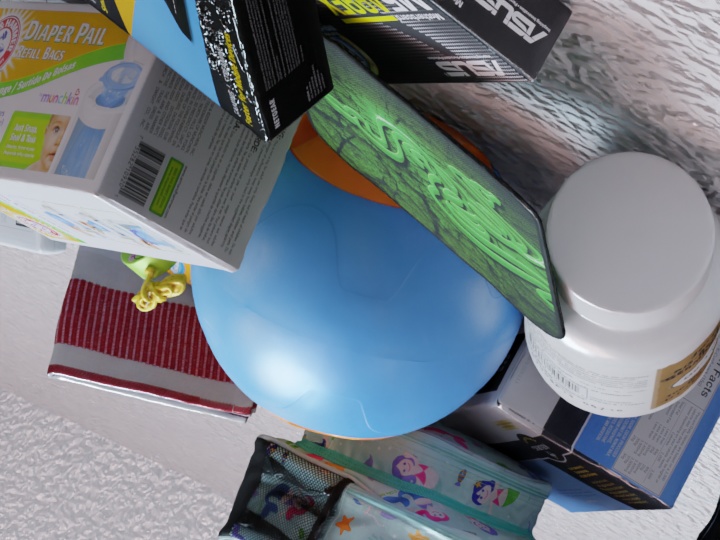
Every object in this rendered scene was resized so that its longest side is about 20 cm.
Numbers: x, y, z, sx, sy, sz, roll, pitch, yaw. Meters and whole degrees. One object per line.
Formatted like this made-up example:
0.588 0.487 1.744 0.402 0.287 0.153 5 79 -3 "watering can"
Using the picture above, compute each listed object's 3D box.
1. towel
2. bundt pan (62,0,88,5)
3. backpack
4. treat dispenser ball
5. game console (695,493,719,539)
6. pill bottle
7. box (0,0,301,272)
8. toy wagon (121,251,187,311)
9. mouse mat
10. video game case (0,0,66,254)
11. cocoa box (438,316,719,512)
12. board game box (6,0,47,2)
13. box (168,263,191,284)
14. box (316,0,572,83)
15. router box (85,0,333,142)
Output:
-0.118 -0.004 1.865 0.144 0.200 0.023 13 153 1 "towel"
-0.199 -0.226 1.482 0.202 0.076 0.202 29 169 6 "bundt pan"
0.036 0.171 1.729 0.177 0.151 0.200 26 -178 -43 "backpack"
0.000 0.000 1.647 0.201 0.201 0.201 28 168 6 "treat dispenser ball"
0.276 0.181 1.746 0.118 0.200 0.171 20 165 41 "game console"
0.146 0.006 1.533 0.114 0.114 0.200 27 168 11 "pill bottle"
-0.138 -0.077 1.530 0.101 0.113 0.200 30 167 -35 "box"
-0.102 -0.065 1.615 0.155 0.200 0.040 -27 124 39 "toy wagon"
0.030 -0.053 1.453 0.200 0.008 0.161 40 166 24 "mouse mat"
-0.235 -0.119 1.783 0.023 0.200 0.182 -4 -172 -32 "video game case"
0.141 0.067 1.756 0.131 0.134 0.200 31 168 -9 "cocoa box"
-0.253 -0.159 1.753 0.035 0.126 0.200 -2 -179 -32 "board game box"
-0.043 -0.022 1.847 0.200 0.119 0.041 28 155 4 "box"
-0.010 -0.155 1.400 0.160 0.044 0.200 37 166 -26 "box"
-0.091 -0.171 1.325 0.149 0.051 0.200 38 158 30 "router box"
